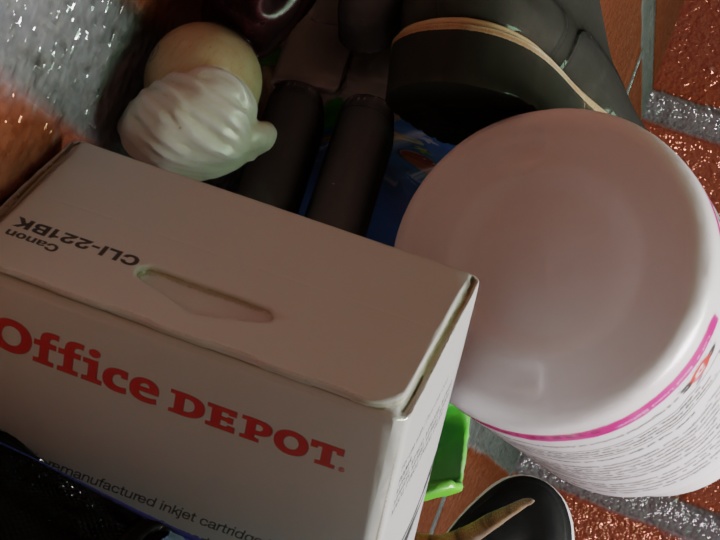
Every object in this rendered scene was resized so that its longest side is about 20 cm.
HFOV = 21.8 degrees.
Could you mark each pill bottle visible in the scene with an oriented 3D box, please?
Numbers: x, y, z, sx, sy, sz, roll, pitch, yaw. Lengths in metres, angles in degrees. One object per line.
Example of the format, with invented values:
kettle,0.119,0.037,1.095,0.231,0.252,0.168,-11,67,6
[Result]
pill bottle,0.094,0.024,0.705,0.113,0.113,0.200,-69,155,-8

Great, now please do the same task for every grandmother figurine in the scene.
grandmother figurine,-0.027,-0.119,0.662,0.121,0.061,0.200,84,30,-71

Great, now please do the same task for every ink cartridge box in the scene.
ink cartridge box,-0.056,0.075,0.614,0.084,0.144,0.200,-59,164,-52

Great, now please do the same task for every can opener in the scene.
can opener,-0.015,-0.055,0.683,0.066,0.053,0.200,85,19,-58

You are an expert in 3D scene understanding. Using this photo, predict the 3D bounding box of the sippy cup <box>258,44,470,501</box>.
sippy cup,0.000,0.000,0.772,0.140,0.178,0.130,-52,172,10

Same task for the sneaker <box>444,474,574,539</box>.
sneaker,0.054,0.172,0.854,0.200,0.073,0.112,-59,175,-23

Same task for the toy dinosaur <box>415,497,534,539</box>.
toy dinosaur,0.004,0.116,0.858,0.200,0.060,0.106,36,-47,56

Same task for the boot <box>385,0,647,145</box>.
boot,0.078,-0.106,0.728,0.200,0.077,0.138,32,62,-66

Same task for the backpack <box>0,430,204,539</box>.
backpack,-0.075,0.159,0.523,0.135,0.200,0.183,-50,158,-61
